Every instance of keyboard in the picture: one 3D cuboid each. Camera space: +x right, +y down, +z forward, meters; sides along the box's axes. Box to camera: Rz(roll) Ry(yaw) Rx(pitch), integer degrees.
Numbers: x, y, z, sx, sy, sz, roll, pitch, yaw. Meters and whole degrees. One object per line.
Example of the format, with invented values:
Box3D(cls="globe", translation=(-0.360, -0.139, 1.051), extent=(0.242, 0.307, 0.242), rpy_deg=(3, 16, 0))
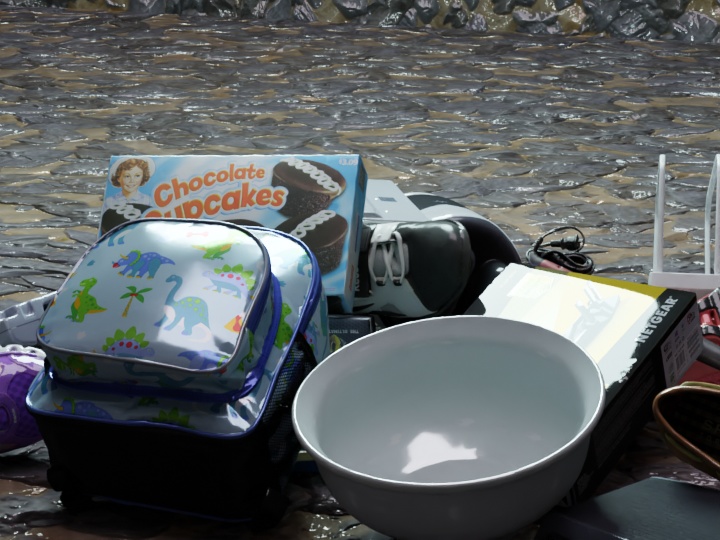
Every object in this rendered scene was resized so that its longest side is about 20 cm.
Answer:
Box3D(cls="keyboard", translation=(0.014, -0.057, 1.839), extent=(0.056, 0.011, 0.200), rpy_deg=(8, 10, -10))

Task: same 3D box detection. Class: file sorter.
Box3D(cls="file sorter", translation=(0.335, -0.020, 1.865), extent=(0.198, 0.126, 0.139), rpy_deg=(1, -18, 6))

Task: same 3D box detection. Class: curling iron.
Box3D(cls="curling iron", translation=(0.205, 0.025, 1.671), extent=(0.199, 0.026, 0.050), rpy_deg=(33, 63, 29))

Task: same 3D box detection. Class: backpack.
Box3D(cls="backpack", translation=(-0.112, 0.049, 1.511), extent=(0.181, 0.148, 0.201), rpy_deg=(5, 40, 17))

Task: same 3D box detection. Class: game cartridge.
Box3D(cls="game cartridge", translation=(-0.239, 0.038, 1.799), extent=(0.133, 0.041, 0.199), rpy_deg=(-17, 2, 45))

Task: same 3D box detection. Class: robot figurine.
Box3D(cls="robot figurine", translation=(0.060, 0.006, 1.863), extent=(0.124, 0.151, 0.200), rpy_deg=(-27, 18, -9))

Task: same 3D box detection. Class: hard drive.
Box3D(cls="hard drive", translation=(0.211, 0.174, 1.364), extent=(0.134, 0.043, 0.199), rpy_deg=(-12, 19, -41))

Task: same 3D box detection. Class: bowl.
Box3D(cls="bowl", translation=(0.059, 0.117, 1.442), extent=(0.199, 0.091, 0.202), rpy_deg=(-5, 28, 3))

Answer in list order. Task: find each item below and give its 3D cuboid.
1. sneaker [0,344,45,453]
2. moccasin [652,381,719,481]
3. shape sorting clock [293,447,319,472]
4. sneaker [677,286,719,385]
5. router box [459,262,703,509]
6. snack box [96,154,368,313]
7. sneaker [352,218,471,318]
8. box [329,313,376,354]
Box3D(cls="sneaker", translation=(-0.290, 0.108, 1.561), extent=(0.198, 0.081, 0.089), rpy_deg=(-8, 22, -10))
Box3D(cls="moccasin", translation=(0.273, 0.115, 1.401), extent=(0.201, 0.074, 0.078), rpy_deg=(27, -2, 32))
Box3D(cls="shape sorting clock", translation=(-0.070, 0.106, 1.632), extent=(0.198, 0.040, 0.200), rpy_deg=(1, 14, 0))
Box3D(cls="sneaker", translation=(0.260, 0.063, 1.710), extent=(0.198, 0.087, 0.074), rpy_deg=(-4, 49, 0))
Box3D(cls="router box", translation=(0.128, 0.077, 1.594), extent=(0.156, 0.053, 0.200), rpy_deg=(9, 38, 33))
Box3D(cls="snack box", translation=(-0.098, -0.028, 1.700), extent=(0.198, 0.117, 0.037), rpy_deg=(0, -26, 13))
Box3D(cls="sneaker", translation=(0.000, 0.000, 1.723), extent=(0.088, 0.075, 0.199), rpy_deg=(6, -11, -39))
Box3D(cls="box", translation=(-0.087, 0.057, 1.735), extent=(0.198, 0.052, 0.158), rpy_deg=(0, -1, 1))
